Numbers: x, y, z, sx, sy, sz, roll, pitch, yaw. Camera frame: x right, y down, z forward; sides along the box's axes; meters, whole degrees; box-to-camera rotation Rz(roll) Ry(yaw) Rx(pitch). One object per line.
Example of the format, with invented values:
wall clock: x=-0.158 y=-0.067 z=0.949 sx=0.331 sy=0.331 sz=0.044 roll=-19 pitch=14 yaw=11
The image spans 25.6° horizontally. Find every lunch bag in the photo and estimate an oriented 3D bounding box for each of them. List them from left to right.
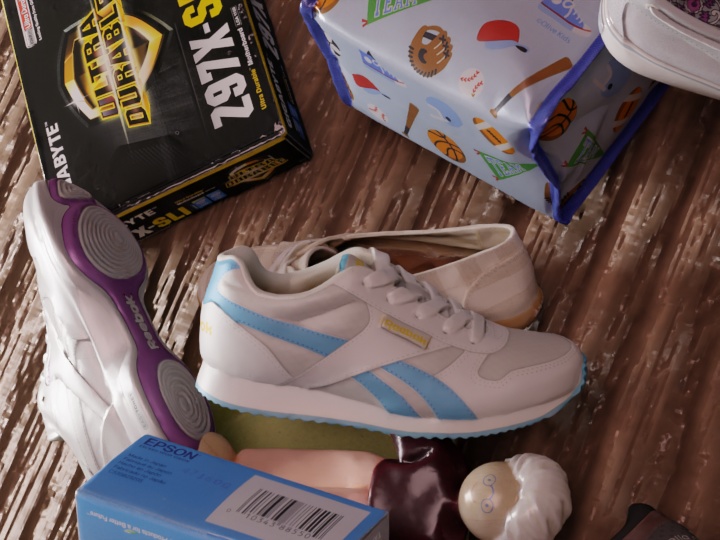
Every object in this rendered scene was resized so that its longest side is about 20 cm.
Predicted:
lunch bag: x=0.096 y=-0.158 z=0.862 sx=0.170 sy=0.124 sz=0.200 roll=34 pitch=75 yaw=27

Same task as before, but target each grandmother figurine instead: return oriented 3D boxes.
grandmother figurine: x=0.011 y=0.123 z=0.809 sx=0.200 sy=0.061 sz=0.121 roll=-6 pitch=80 yaw=24

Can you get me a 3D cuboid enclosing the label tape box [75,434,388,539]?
label tape box: x=-0.062 y=0.197 z=0.798 sx=0.143 sy=0.066 sz=0.200 roll=13 pitch=121 yaw=24

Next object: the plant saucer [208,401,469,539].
plant saucer: x=-0.031 y=0.141 z=0.869 sx=0.200 sy=0.031 sz=0.200 roll=-7 pitch=71 yaw=20

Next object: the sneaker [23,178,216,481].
sneaker: x=-0.159 y=0.040 z=0.894 sx=0.100 sy=0.075 sz=0.200 roll=-37 pitch=65 yaw=26

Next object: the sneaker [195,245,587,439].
sneaker: x=0.017 y=0.034 z=0.804 sx=0.200 sy=0.077 sz=0.081 roll=5 pitch=106 yaw=0

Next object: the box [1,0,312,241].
box: x=-0.132 y=-0.128 z=0.986 sx=0.160 sy=0.049 sz=0.200 roll=-23 pitch=66 yaw=13

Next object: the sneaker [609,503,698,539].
sneaker: x=0.097 y=0.197 z=0.789 sx=0.200 sy=0.077 sz=0.082 roll=-43 pitch=36 yaw=4

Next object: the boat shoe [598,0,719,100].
boat shoe: x=0.215 y=-0.110 z=0.746 sx=0.200 sy=0.069 sz=0.072 roll=22 pitch=75 yaw=1

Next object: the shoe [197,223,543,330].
shoe: x=0.000 y=0.000 z=0.875 sx=0.200 sy=0.053 sz=0.070 roll=-1 pitch=45 yaw=18
